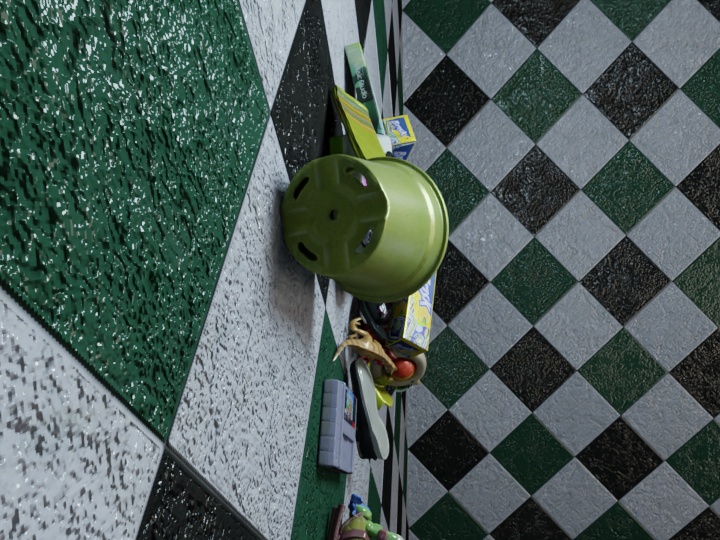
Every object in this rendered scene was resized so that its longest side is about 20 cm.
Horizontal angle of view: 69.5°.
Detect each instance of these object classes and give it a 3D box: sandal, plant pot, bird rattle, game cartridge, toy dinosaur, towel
[{"bbox_3d":[0.030,0.063,1.087,0.075,0.048,0.202,46,19,-32],"label":"sandal"},{"bbox_3d":[-0.003,-0.058,0.646,0.184,0.196,0.206,2,88,-70],"label":"plant pot"},{"bbox_3d":[0.067,0.203,1.159,0.114,0.159,0.204,-99,-170,-57],"label":"bird rattle"},{"bbox_3d":[-0.032,0.265,0.868,0.201,0.037,0.133,72,24,-65],"label":"game cartridge"},{"bbox_3d":[0.004,0.139,0.972,0.198,0.106,0.061,29,100,-43],"label":"toy dinosaur"},{"bbox_3d":[0.008,-0.218,0.836,0.085,0.018,0.203,19,40,-41],"label":"towel"}]

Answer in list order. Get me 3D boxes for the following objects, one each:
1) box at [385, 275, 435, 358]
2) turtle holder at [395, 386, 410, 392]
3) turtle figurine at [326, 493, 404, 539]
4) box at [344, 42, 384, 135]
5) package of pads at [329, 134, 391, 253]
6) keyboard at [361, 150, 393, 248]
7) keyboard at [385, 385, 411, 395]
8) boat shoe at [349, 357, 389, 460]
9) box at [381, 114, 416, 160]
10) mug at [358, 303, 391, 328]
[{"bbox_3d":[0.110,0.075,1.103,0.064,0.069,0.203,-33,-144,47],"label":"box"},{"bbox_3d":[0.086,0.250,1.377,0.141,0.183,0.133,48,26,-35],"label":"turtle holder"},{"bbox_3d":[0.013,0.479,0.804,0.194,0.140,0.205,-57,142,-68],"label":"turtle figurine"},{"bbox_3d":[0.018,-0.341,1.073,0.144,0.036,0.205,15,59,-81],"label":"box"},{"bbox_3d":[0.007,-0.139,0.931,0.154,0.067,0.205,-32,123,-62],"label":"package of pads"},{"bbox_3d":[0.053,-0.104,0.909,0.105,0.039,0.204,58,42,-51],"label":"keyboard"},{"bbox_3d":[0.095,0.242,1.255,0.021,0.124,0.203,-107,-153,-45],"label":"keyboard"},{"bbox_3d":[0.004,0.274,1.017,0.074,0.059,0.205,-36,112,-68],"label":"boat shoe"},{"bbox_3d":[0.069,-0.279,1.228,0.200,0.063,0.072,120,-46,-71],"label":"box"},{"bbox_3d":[0.059,0.108,1.252,0.201,0.131,0.181,66,8,-60],"label":"mug"}]
